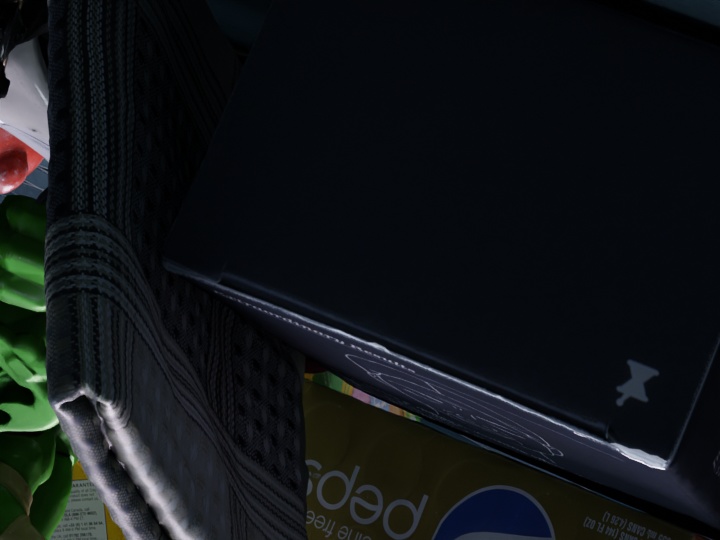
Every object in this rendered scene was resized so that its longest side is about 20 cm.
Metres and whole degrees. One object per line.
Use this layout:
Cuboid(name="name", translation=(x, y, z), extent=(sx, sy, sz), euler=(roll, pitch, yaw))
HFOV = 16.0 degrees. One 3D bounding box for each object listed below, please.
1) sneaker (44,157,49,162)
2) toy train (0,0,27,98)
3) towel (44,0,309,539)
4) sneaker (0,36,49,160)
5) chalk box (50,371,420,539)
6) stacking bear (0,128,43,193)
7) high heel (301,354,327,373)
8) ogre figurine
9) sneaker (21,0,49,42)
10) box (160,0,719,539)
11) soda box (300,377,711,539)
Cuboid(name="sneaker", translation=(-0.056, -0.031, 1.078), extent=(0.199, 0.079, 0.079), euler=(24, 180, 19))
Cuboid(name="toy train", translation=(-0.111, -0.078, 0.740), extent=(0.034, 0.046, 0.200), euler=(15, 146, -7))
Cuboid(name="towel", translation=(-0.045, 0.008, 0.742), extent=(0.034, 0.194, 0.200), euler=(-11, 143, 10))
Cuboid(name="sneaker", translation=(-0.137, -0.095, 0.963), extent=(0.199, 0.073, 0.071), euler=(25, 149, -11))
Cuboid(name="chalk box", translation=(-0.043, 0.075, 1.017), extent=(0.123, 0.125, 0.200), euler=(-5, -171, 12))
Cuboid(name="stacking bear", translation=(-0.227, -0.086, 1.164), extent=(0.199, 0.122, 0.114), euler=(12, 160, 20))
Cuboid(name="high heel", translation=(0.000, 0.000, 0.947), extent=(0.096, 0.067, 0.200), euler=(37, -163, -22))
Cuboid(name="ogre figurine", translation=(-0.099, 0.027, 0.828), extent=(0.097, 0.120, 0.201), euler=(9, 132, 16))
Cuboid(name="sneaker", translation=(-0.139, -0.094, 0.821), extent=(0.199, 0.083, 0.071), euler=(24, 174, -20))
Cuboid(name="box", translation=(0.055, -0.004, 0.736), extent=(0.148, 0.108, 0.200), euler=(22, 175, 18))
Cuboid(name="soda box", translation=(0.033, 0.091, 0.816), extent=(0.199, 0.068, 0.064), euler=(19, 175, 44))
